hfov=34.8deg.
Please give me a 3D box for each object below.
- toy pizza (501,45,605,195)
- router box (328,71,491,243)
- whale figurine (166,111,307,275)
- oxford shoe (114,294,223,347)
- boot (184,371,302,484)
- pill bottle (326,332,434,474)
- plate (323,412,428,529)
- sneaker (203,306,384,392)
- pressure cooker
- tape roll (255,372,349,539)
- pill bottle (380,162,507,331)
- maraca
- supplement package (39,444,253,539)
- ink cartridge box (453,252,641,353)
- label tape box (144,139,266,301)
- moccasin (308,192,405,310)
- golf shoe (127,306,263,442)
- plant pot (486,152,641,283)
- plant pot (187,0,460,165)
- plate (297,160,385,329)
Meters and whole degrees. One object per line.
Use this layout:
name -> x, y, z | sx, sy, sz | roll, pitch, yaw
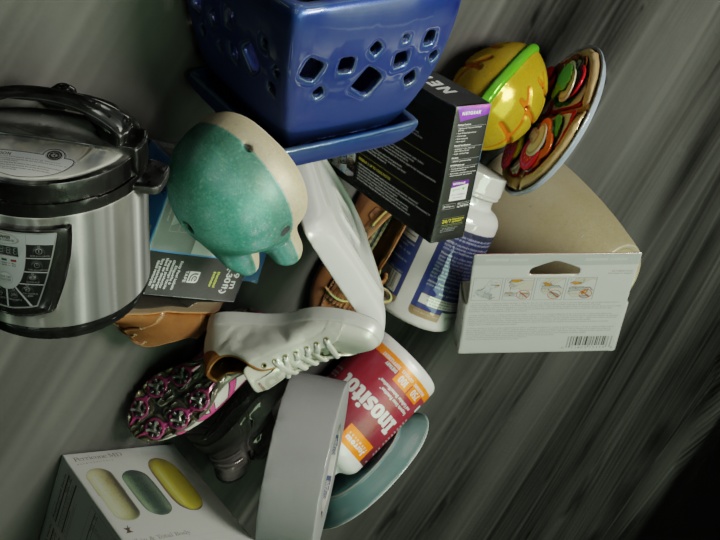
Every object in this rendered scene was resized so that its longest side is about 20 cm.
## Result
toy pizza -> 0.221, -0.183, 1.374 | 0.031, 0.200, 0.201 | 27, 99, -15
router box -> 0.044, -0.141, 1.212 | 0.051, 0.200, 0.151 | -12, 125, -35
whale figurine -> -0.125, -0.052, 1.052 | 0.104, 0.159, 0.200 | -43, 171, -28
oxford shoe -> -0.230, 0.048, 1.194 | 0.199, 0.071, 0.072 | 7, 117, -46
boot -> -0.118, 0.159, 1.386 | 0.199, 0.070, 0.132 | -38, 144, -8
pill bottle -> -0.010, 0.181, 1.450 | 0.200, 0.113, 0.113 | -46, 138, -8
plate -> 0.007, 0.251, 1.487 | 0.200, 0.200, 0.026 | -45, 100, -9
sneaker -> -0.071, 0.089, 1.196 | 0.073, 0.198, 0.085 | 56, 35, -53
pressure cooker -> -0.271, -0.066, 0.996 | 0.175, 0.178, 0.202 | -19, 132, -33
tape roll -> -0.064, 0.218, 1.291 | 0.200, 0.065, 0.203 | 10, 90, -86
pill bottle -> 0.100, -0.037, 1.403 | 0.110, 0.111, 0.202 | 9, 111, -45
maraca -> 0.147, -0.189, 1.325 | 0.200, 0.107, 0.138 | -47, 170, -35
supplement package -> -0.240, 0.315, 1.267 | 0.151, 0.200, 0.152 | 1, 117, -42
ink cartridge box -> 0.216, 0.028, 1.355 | 0.197, 0.044, 0.175 | -1, 135, -4
label tape box -> -0.149, -0.046, 1.205 | 0.199, 0.066, 0.145 | 8, 112, -43
moccasin -> 0.001, 0.000, 1.363 | 0.073, 0.078, 0.203 | 22, 102, -47
golf shoe -> -0.172, 0.126, 1.296 | 0.199, 0.073, 0.092 | -39, 165, -2
plant pot -> 0.257, -0.037, 1.479 | 0.186, 0.200, 0.189 | -23, 131, -30
plant pot -> -0.047, -0.215, 1.088 | 0.198, 0.200, 0.181 | -17, 134, -34
plate -> -0.027, -0.052, 1.215 | 0.032, 0.201, 0.200 | -24, 138, 8
